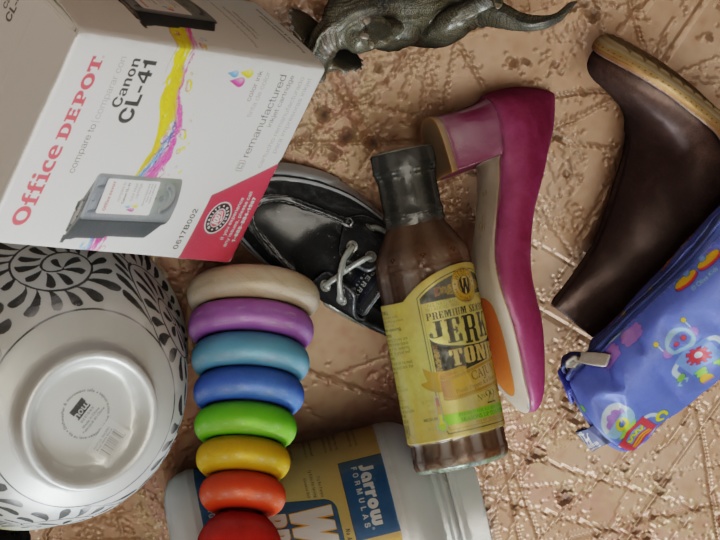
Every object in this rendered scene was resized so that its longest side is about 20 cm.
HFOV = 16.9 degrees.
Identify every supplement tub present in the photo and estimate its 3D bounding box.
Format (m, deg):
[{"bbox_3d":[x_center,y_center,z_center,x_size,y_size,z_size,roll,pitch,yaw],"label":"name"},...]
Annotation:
[{"bbox_3d":[-0.018,0.181,1.580,0.198,0.145,0.146,-14,112,-3],"label":"supplement tub"}]

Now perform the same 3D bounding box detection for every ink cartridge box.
[{"bbox_3d":[-0.138,-0.090,1.428,0.199,0.086,0.148,3,123,-48],"label":"ink cartridge box"}]

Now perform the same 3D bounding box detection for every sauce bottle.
[{"bbox_3d":[0.043,0.024,1.504,0.064,0.065,0.202,-12,91,-3],"label":"sauce bottle"}]

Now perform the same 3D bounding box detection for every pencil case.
[{"bbox_3d":[0.208,0.028,1.534,0.087,0.078,0.200,30,114,-38],"label":"pencil case"}]

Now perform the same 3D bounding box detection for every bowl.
[{"bbox_3d":[-0.180,0.078,1.475,0.199,0.094,0.202,-8,108,-24],"label":"bowl"}]

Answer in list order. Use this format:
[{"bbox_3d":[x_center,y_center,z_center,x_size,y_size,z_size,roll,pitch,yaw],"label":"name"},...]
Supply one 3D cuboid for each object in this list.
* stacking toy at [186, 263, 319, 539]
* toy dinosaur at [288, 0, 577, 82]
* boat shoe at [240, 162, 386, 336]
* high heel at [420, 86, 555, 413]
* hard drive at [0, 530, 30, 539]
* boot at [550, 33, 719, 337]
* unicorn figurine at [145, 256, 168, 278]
[{"bbox_3d":[-0.070,0.102,1.503,0.085,0.085,0.202,5,73,-10],"label":"stacking toy"},{"bbox_3d":[0.031,-0.162,1.498,0.199,0.102,0.078,-18,88,-13],"label":"toy dinosaur"},{"bbox_3d":[0.000,0.000,1.557,0.199,0.068,0.072,33,103,-18],"label":"boat shoe"},{"bbox_3d":[0.107,-0.015,1.544,0.095,0.067,0.201,-15,84,-25],"label":"high heel"},{"bbox_3d":[-0.223,0.267,1.553,0.033,0.200,0.141,-4,111,-6],"label":"hard drive"},{"bbox_3d":[0.180,-0.038,1.566,0.200,0.072,0.167,38,99,-23],"label":"boot"},{"bbox_3d":[-0.220,-0.014,1.526,0.199,0.074,0.138,-7,112,-23],"label":"unicorn figurine"}]
